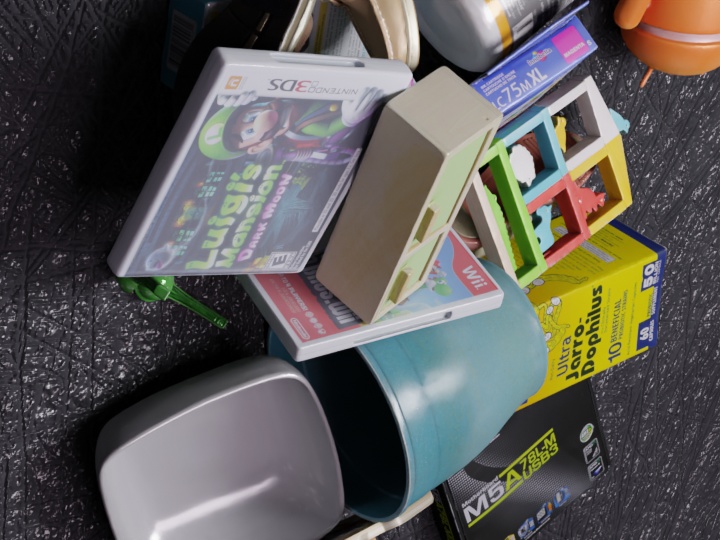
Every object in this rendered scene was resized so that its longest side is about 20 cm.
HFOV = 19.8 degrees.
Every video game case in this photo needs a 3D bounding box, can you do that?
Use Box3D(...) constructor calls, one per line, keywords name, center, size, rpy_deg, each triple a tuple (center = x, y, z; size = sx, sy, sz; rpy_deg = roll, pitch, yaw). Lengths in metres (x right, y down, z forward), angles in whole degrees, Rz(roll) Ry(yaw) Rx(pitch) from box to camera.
Box3D(name="video game case", center=(0.000, 0.000, 1.695), size=(0.199, 0.143, 0.018), rpy_deg=(-14, 138, -29))
Box3D(name="video game case", center=(-0.073, -0.075, 1.515), size=(0.181, 0.023, 0.201), rpy_deg=(-1, 133, -42))

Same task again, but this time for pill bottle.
Box3D(name="pill bottle", center=(0.137, -0.264, 1.697), size=(0.200, 0.116, 0.117), rpy_deg=(-41, 136, -18))

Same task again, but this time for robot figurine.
Box3D(name="robot figurine", center=(0.293, -0.262, 1.846), size=(0.144, 0.116, 0.201), rpy_deg=(-65, 163, -61))

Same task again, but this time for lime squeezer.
Box3D(name="lime squeezer", center=(-0.155, 0.010, 1.634), size=(0.200, 0.070, 0.038), rpy_deg=(44, 64, -77))

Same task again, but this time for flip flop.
Box3D(name="flip flop", center=(-0.069, -0.180, 1.520), size=(0.201, 0.081, 0.057), rpy_deg=(-64, 152, 1))

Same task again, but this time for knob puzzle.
Box3D(name="knob puzzle", center=(-0.012, 0.244, 1.830), size=(0.219, 0.219, 0.031), rpy_deg=(-23, 88, -32))

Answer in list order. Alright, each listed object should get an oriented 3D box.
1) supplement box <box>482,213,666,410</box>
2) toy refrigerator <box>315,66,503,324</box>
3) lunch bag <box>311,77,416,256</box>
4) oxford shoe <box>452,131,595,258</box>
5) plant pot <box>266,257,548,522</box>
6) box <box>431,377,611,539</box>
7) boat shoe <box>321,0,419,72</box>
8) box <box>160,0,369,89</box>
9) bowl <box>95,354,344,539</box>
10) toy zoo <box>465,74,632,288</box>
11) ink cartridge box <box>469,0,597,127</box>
Box3D(name="supplement box", center=(0.176, 0.034, 1.923), size=(0.199, 0.109, 0.110), rpy_deg=(-22, 128, -32))
Box3D(name="toy refrigerator", center=(0.037, -0.054, 1.593), size=(0.076, 0.070, 0.201), rpy_deg=(-36, 160, -41))
Box3D(name="lunch bag", center=(-0.034, -0.087, 1.640), size=(0.199, 0.077, 0.161), rpy_deg=(-16, 147, -33))
Box3D(name="oxford shoe", center=(0.133, -0.065, 1.870), size=(0.199, 0.071, 0.074), rpy_deg=(-29, 162, -33))
Box3D(name="plant pot", center=(0.052, 0.084, 1.765), size=(0.187, 0.200, 0.201), rpy_deg=(-26, 130, -28))
Box3D(name="box", center=(0.154, 0.184, 2.042), size=(0.200, 0.047, 0.194), rpy_deg=(-38, 137, -21))
Box3D(name="boat shoe", center=(-0.017, -0.236, 1.562), size=(0.069, 0.074, 0.201), rpy_deg=(-22, 92, -23))
Box3D(name="box", center=(-0.058, -0.186, 1.610), size=(0.199, 0.049, 0.083), rpy_deg=(-11, 122, -39))
Box3D(name="bowl", center=(-0.123, 0.165, 1.725), size=(0.199, 0.075, 0.201), rpy_deg=(-23, 130, -11))
Box3D(name="toy zoo", center=(0.174, -0.084, 1.826), size=(0.200, 0.020, 0.132), rpy_deg=(-35, 115, -32))
Box3D(name="ink cartridge box", center=(0.121, -0.149, 1.718), size=(0.119, 0.042, 0.200), rpy_deg=(-35, 176, -22))
